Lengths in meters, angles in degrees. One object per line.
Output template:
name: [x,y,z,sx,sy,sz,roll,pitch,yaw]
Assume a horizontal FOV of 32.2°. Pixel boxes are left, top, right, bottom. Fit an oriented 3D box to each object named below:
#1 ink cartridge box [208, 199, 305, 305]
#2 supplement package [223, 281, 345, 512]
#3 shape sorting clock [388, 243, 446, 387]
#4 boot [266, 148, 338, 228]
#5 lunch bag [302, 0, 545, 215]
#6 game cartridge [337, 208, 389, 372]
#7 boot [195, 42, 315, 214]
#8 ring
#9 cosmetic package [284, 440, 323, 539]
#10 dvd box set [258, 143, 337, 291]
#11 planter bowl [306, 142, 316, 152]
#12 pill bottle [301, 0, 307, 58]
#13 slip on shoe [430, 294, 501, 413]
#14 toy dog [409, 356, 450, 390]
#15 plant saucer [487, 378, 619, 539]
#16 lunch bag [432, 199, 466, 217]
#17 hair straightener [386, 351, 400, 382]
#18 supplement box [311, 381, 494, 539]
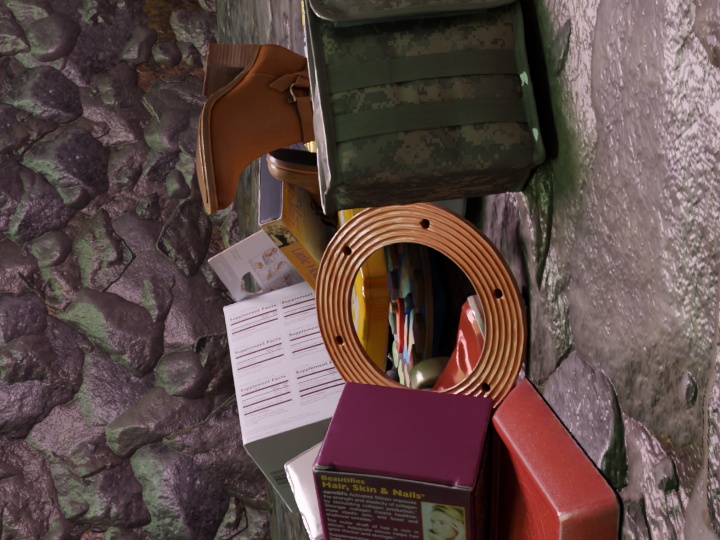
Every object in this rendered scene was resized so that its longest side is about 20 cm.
ink cartridge box: [-0.087,-0.028,1.508,0.044,0.173,0.200,61,178,27]
supplement package: [-0.060,0.151,1.520,0.191,0.147,0.200,67,-172,-51]
shape sorting clock: [0.051,0.037,1.313,0.200,0.039,0.200,176,90,-79]
boot: [-0.026,-0.077,1.278,0.074,0.200,0.076,33,104,38]
lunch bag: [0.041,-0.157,0.947,0.118,0.164,0.200,109,154,-77]
game cartridge: [0.000,0.000,1.202,0.200,0.032,0.176,90,173,-58]
boot: [-0.075,-0.136,1.179,0.074,0.154,0.200,109,165,-59]
ring: [0.049,0.038,1.044,0.019,0.200,0.201,-24,-62,-54]
cosmetic package: [0.011,0.260,1.258,0.200,0.071,0.105,52,-171,-46]
dvd box set: [-0.049,-0.049,1.339,0.200,0.029,0.146,52,-153,-46]
planter bowl: [-0.038,-0.155,1.581,0.200,0.083,0.201,176,90,-79]
pill bottle: [-0.007,-0.316,1.268,0.114,0.114,0.200,-166,72,-79]
slip on shoe: [0.089,0.113,1.085,0.074,0.061,0.200,-109,20,-58]
toy dog: [0.047,0.170,1.231,0.132,0.096,0.200,-106,16,-49]
plant saucer: [0.136,0.212,0.945,0.200,0.037,0.200,-122,29,-66]
lunch bag: [0.046,-0.126,1.153,0.200,0.077,0.161,-108,17,-68]
hair straightener: [0.012,0.184,1.387,0.077,0.041,0.200,70,-145,-58]
supplement box: [0.043,0.203,1.044,0.103,0.131,0.200,-68,-21,-48]
